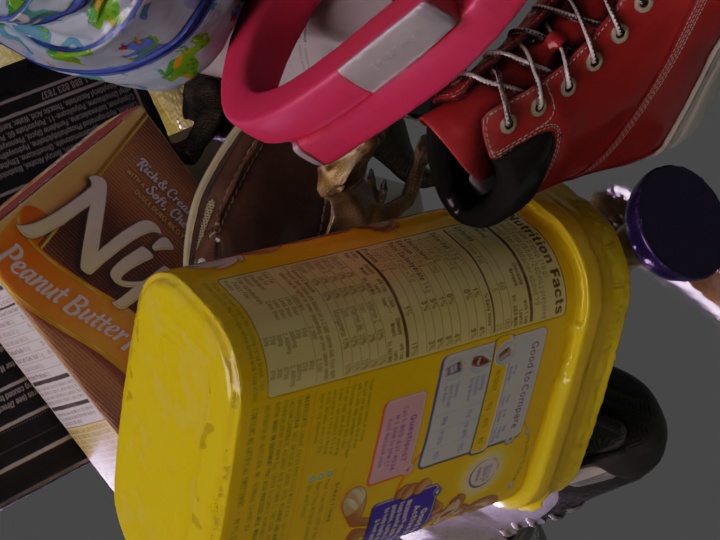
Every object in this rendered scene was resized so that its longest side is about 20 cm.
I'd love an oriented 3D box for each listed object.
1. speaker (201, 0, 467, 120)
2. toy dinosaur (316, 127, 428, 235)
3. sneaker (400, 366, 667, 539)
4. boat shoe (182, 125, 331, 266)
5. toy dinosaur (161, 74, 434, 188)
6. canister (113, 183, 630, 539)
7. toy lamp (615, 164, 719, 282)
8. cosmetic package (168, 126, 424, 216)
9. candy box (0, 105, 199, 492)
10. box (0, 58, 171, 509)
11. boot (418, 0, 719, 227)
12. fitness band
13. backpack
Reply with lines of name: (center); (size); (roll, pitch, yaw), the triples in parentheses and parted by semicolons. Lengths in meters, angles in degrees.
speaker: (-0.044, -0.128, 0.912); (0.198, 0.081, 0.082); (14, 124, 33)
toy dinosaur: (0.000, 0.000, 0.883); (0.058, 0.101, 0.201); (18, 134, 24)
sneaker: (0.086, 0.111, 0.955); (0.199, 0.075, 0.116); (-8, 130, 42)
boat shoe: (-0.048, 0.018, 0.873); (0.075, 0.074, 0.204); (0, 73, 69)
toy dinosaur: (-0.038, -0.085, 0.964); (0.198, 0.103, 0.077); (5, 156, 36)
canister: (0.004, 0.048, 0.790); (0.086, 0.199, 0.150); (41, 132, 39)
toy lamp: (0.088, 0.008, 0.883); (0.200, 0.058, 0.059); (-28, 88, 54)
cosmetic package: (-0.050, -0.006, 1.043); (0.199, 0.073, 0.105); (16, 124, 47)
candy box: (-0.099, 0.036, 0.935); (0.201, 0.115, 0.055); (54, 148, -12)
box: (-0.186, 0.008, 0.990); (0.123, 0.199, 0.200); (-22, 93, 54)
boot: (0.092, -0.104, 0.725); (0.072, 0.143, 0.201); (45, 140, 28)
fitness band: (0.014, -0.124, 0.761); (0.037, 0.145, 0.199); (31, 141, -27)
backpack: (-0.126, -0.161, 0.845); (0.199, 0.153, 0.164); (35, 96, 26)
